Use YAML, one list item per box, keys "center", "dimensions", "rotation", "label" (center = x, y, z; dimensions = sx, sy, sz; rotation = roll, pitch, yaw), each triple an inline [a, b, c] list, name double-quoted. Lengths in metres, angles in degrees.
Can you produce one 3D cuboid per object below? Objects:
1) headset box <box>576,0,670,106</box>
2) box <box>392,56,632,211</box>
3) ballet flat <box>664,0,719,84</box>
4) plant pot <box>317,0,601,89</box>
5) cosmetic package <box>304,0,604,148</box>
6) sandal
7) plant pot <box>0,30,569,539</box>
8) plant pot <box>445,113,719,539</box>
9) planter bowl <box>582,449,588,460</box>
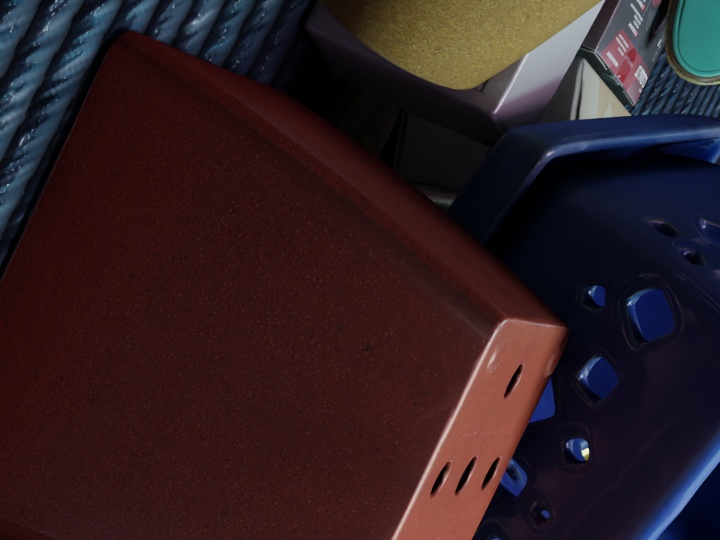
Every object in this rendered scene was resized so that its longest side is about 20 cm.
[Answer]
- center: [0.142, -0.186, 1.375]
  dimensions: [0.201, 0.075, 0.149]
  rotation: [-64, 164, 0]
  label: "headset box"
- center: [0.088, -0.061, 1.347]
  dimensions: [0.200, 0.095, 0.078]
  rotation: [28, 71, -75]
  label: "box"
- center: [0.224, -0.194, 1.373]
  dimensions: [0.201, 0.071, 0.071]
  rotation: [-67, 163, 12]
  label: "ballet flat"
- center: [0.065, -0.179, 1.019]
  dimensions: [0.200, 0.186, 0.186]
  rotation: [-53, 169, 23]
  label: "plant pot"
- center: [0.069, -0.164, 1.141]
  dimensions: [0.200, 0.101, 0.071]
  rotation: [-62, 163, -7]
  label: "cosmetic package"
- center: [-0.011, -0.004, 1.189]
  dimensions: [0.080, 0.054, 0.200]
  rotation: [100, 9, -59]
  label: "sandal"
- center: [-0.031, 0.042, 1.018]
  dimensions: [0.201, 0.176, 0.200]
  rotation: [-65, 164, 4]
  label: "plant pot"
- center: [0.121, 0.040, 1.146]
  dimensions: [0.200, 0.180, 0.200]
  rotation: [-8, 140, -52]
  label: "plant pot"
- center: [0.112, 0.050, 1.370]
  dimensions: [0.200, 0.084, 0.201]
  rotation: [-18, 134, -20]
  label: "planter bowl"
